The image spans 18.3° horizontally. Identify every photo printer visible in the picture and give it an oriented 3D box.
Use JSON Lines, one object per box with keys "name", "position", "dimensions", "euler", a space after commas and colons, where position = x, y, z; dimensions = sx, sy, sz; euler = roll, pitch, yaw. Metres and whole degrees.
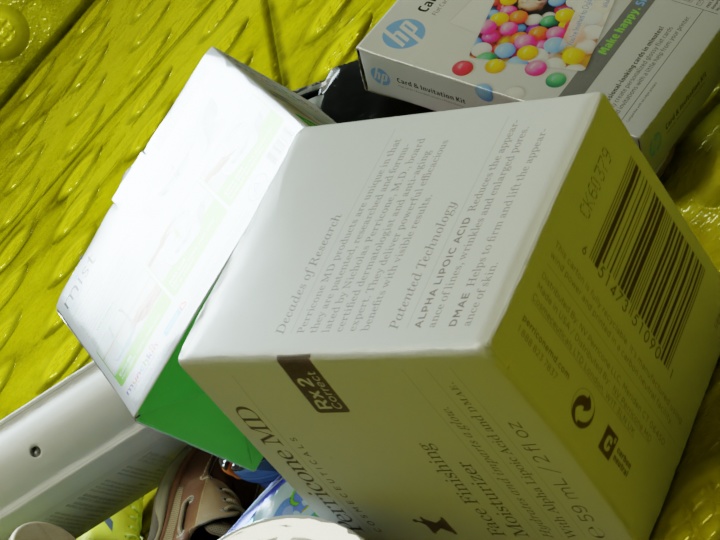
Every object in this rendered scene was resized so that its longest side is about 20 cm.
{"name": "photo printer", "position": [-0.205, 0.136, 1.528], "dimensions": [0.199, 0.070, 0.166], "euler": [-33, -16, 8]}

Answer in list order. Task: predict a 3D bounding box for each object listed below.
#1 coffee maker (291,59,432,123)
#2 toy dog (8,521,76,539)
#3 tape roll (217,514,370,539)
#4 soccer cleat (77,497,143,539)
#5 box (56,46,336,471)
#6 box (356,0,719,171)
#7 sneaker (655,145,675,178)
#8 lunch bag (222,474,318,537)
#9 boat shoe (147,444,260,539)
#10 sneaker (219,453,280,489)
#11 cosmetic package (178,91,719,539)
{"name": "coffee maker", "position": [0.012, -0.059, 1.524], "dimensions": [0.192, 0.135, 0.200], "euler": [-41, 22, 27]}
{"name": "toy dog", "position": [-0.172, 0.239, 1.227], "dimensions": [0.132, 0.096, 0.201], "euler": [126, 159, -50]}
{"name": "tape roll", "position": [-0.043, 0.226, 1.143], "dimensions": [0.202, 0.037, 0.204], "euler": [-19, 56, 30]}
{"name": "soccer cleat", "position": [-0.182, 0.205, 1.626], "dimensions": [0.083, 0.065, 0.201], "euler": [-14, 32, 24]}
{"name": "box", "position": [-0.082, -0.012, 1.367], "dimensions": [0.201, 0.096, 0.176], "euler": [-59, 30, 6]}
{"name": "box", "position": [0.122, -0.145, 1.358], "dimensions": [0.199, 0.041, 0.156], "euler": [20, 55, 30]}
{"name": "sneaker", "position": [0.116, -0.095, 1.388], "dimensions": [0.070, 0.108, 0.200], "euler": [-51, 19, 0]}
{"name": "lunch bag", "position": [-0.061, 0.209, 1.285], "dimensions": [0.200, 0.082, 0.161], "euler": [-46, 17, 13]}
{"name": "boat shoe", "position": [-0.098, 0.178, 1.451], "dimensions": [0.072, 0.076, 0.201], "euler": [-17, 36, 36]}
{"name": "sneaker", "position": [0.010, 0.088, 1.350], "dimensions": [0.199, 0.078, 0.076], "euler": [-22, 44, 34]}
{"name": "cosmetic package", "position": [0.052, 0.030, 1.136], "dimensions": [0.199, 0.165, 0.165], "euler": [-5, 47, 40]}
